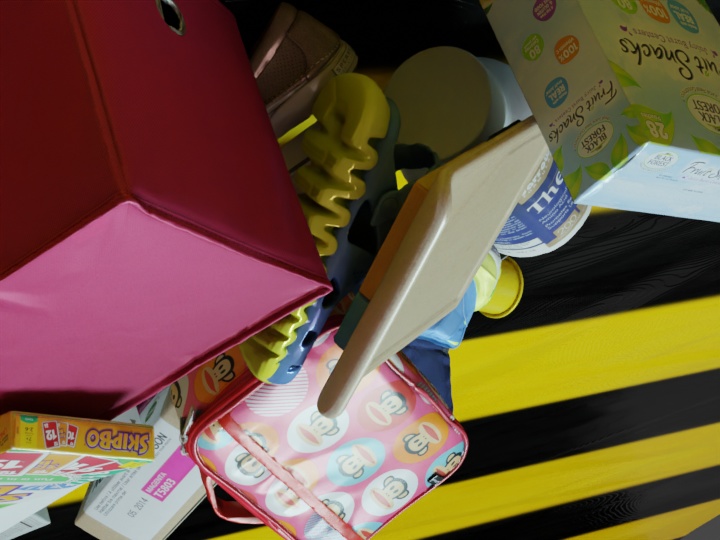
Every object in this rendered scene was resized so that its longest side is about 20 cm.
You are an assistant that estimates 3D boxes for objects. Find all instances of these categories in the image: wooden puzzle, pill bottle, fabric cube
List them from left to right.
[{"bbox_3d":[-0.166,-0.050,0.786,0.199,0.200,0.196,-30,153,19],"label":"fabric cube"},{"bbox_3d":[0.050,-0.019,0.880,0.200,0.037,0.185,-40,162,-52],"label":"wooden puzzle"},{"bbox_3d":[0.092,-0.086,1.029,0.111,0.111,0.200,-29,155,16],"label":"pill bottle"}]

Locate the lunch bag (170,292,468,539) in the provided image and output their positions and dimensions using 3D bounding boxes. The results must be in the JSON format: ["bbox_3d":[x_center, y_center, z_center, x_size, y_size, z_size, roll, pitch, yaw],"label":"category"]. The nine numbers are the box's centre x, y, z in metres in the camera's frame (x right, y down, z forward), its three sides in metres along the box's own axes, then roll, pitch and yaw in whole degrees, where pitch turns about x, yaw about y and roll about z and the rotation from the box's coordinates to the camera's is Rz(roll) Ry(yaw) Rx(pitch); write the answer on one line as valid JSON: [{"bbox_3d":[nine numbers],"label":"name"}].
[{"bbox_3d":[-0.037,0.113,1.000,0.176,0.082,0.200,-38,130,6],"label":"lunch bag"}]

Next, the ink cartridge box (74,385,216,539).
[{"bbox_3d":[-0.145,0.116,1.174,0.075,0.165,0.200,30,130,-14],"label":"ink cartridge box"}]

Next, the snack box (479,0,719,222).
[{"bbox_3d":[0.165,-0.133,0.883,0.168,0.201,0.068,3,147,-44],"label":"snack box"}]

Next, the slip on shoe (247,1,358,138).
[{"bbox_3d":[-0.087,-0.100,0.925,0.061,0.076,0.200,41,133,-19],"label":"slip on shoe"}]

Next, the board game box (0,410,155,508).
[{"bbox_3d":[-0.221,0.119,0.864,0.095,0.030,0.199,12,158,-42],"label":"board game box"}]

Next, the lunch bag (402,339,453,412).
[{"bbox_3d":[-0.006,0.084,1.279,0.199,0.133,0.135,8,163,-44],"label":"lunch bag"}]

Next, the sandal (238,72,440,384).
[{"bbox_3d":[-0.011,-0.016,0.874,0.087,0.080,0.201,16,110,-35],"label":"sandal"}]

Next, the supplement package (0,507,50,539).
[{"bbox_3d":[-0.389,0.194,1.224,0.199,0.110,0.114,-22,156,1],"label":"supplement package"}]

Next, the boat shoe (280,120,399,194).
[{"bbox_3d":[-0.056,-0.031,0.924,0.200,0.070,0.071,-37,-179,-8],"label":"boat shoe"}]

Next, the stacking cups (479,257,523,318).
[{"bbox_3d":[0.063,-0.003,1.263,0.060,0.061,0.199,-37,147,31],"label":"stacking cups"}]

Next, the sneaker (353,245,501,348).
[{"bbox_3d":[0.000,0.000,1.048,0.199,0.106,0.076,18,172,2],"label":"sneaker"}]

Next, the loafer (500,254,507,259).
[{"bbox_3d":[0.147,-0.054,1.195,0.199,0.069,0.076,-32,154,22],"label":"loafer"}]

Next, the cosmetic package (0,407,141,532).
[{"bbox_3d":[-0.266,0.129,1.020,0.199,0.081,0.113,-32,154,20],"label":"cosmetic package"}]
